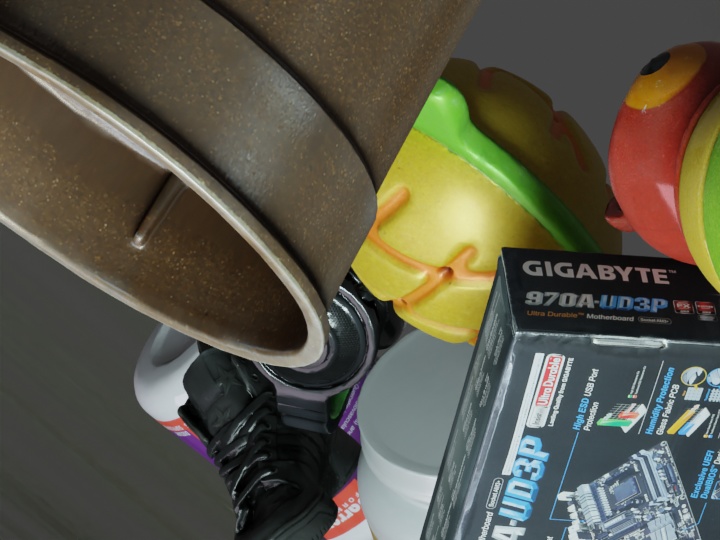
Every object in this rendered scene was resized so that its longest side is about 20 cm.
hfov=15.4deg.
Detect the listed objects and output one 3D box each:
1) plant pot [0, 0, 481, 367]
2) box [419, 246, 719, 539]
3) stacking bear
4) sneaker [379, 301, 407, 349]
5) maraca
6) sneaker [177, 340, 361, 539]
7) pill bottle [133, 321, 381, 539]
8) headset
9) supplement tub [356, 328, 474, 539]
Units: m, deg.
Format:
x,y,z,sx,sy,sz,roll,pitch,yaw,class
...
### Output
x,y,z,sx,sy,sz,roll,pitch,yaw,class
-0.044,-0.105,0.875,0.200,0.198,0.200,31,163,10,plant pot
0.112,0.083,1.022,0.159,0.046,0.200,4,133,-10,box
0.152,-0.030,0.894,0.114,0.121,0.200,48,169,-24,stacking bear
-0.046,0.000,1.388,0.070,0.090,0.200,21,160,38,sneaker
0.034,-0.039,1.081,0.137,0.107,0.200,18,158,46,maraca
-0.056,0.086,1.346,0.104,0.060,0.200,46,-162,-4,sneaker
-0.030,0.090,1.584,0.200,0.113,0.112,40,163,-22,pill bottle
0.000,0.000,1.270,0.094,0.124,0.200,11,149,9,headset
0.079,0.132,1.375,0.144,0.144,0.200,21,143,38,supplement tub
